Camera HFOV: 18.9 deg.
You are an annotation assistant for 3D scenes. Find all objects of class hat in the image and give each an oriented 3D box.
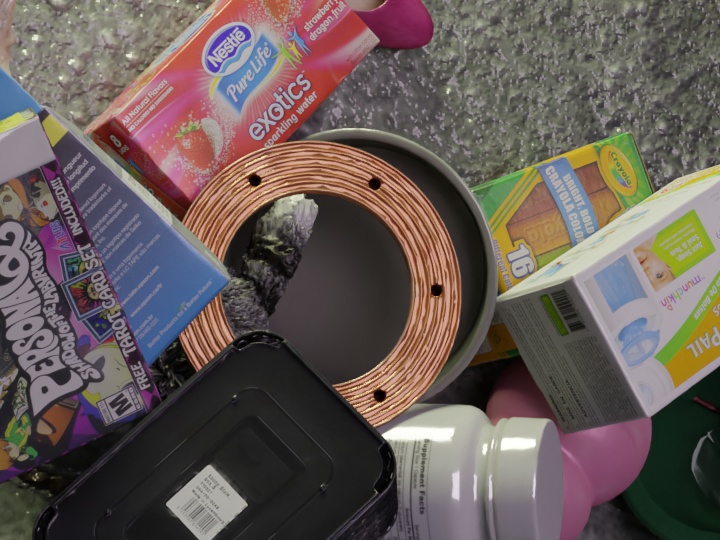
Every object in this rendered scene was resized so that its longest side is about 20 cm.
[{"bbox_3d":[0.303,0.159,1.710,0.199,0.176,0.166,8,76,13],"label":"hat"}]

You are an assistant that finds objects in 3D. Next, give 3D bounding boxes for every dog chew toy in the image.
[{"bbox_3d":[0.122,0.148,1.556,0.125,0.124,0.200,46,66,-13],"label":"dog chew toy"}]

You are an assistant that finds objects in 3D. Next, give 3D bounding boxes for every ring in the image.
[{"bbox_3d":[-0.030,0.013,1.434,0.200,0.019,0.201,3,78,-14],"label":"ring"}]

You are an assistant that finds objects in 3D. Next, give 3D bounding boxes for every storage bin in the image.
[{"bbox_3d":[-0.085,0.153,1.320,0.200,0.094,0.135,-41,72,-15],"label":"storage bin"}]

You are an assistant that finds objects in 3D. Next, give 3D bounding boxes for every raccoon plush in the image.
[{"bbox_3d":[-0.131,0.017,1.462,0.134,0.097,0.201,26,75,-16],"label":"raccoon plush"}]

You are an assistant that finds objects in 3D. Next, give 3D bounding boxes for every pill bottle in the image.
[{"bbox_3d":[0.031,0.146,1.457,0.199,0.113,0.114,0,77,16],"label":"pill bottle"}]

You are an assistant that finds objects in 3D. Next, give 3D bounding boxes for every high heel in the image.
[{"bbox_3d":[-0.012,-0.233,1.573,0.200,0.096,0.067,39,65,-16],"label":"high heel"}]

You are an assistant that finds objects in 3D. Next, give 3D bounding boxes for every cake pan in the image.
[{"bbox_3d":[0.000,0.000,1.506,0.199,0.037,0.201,2,98,12],"label":"cake pan"}]

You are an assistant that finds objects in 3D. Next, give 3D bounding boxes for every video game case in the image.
[{"bbox_3d":[-0.237,0.030,1.287,0.181,0.036,0.201,-24,108,-10],"label":"video game case"}]

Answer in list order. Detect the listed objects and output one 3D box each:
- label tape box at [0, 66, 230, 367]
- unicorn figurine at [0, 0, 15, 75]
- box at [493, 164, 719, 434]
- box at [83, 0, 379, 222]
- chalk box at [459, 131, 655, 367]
[{"bbox_3d":[-0.201,-0.014,1.350,0.200,0.066,0.143,43,93,-11],"label":"label tape box"},{"bbox_3d":[-0.259,-0.116,1.443,0.137,0.074,0.201,-35,112,-38],"label":"unicorn figurine"},{"bbox_3d":[0.212,0.014,1.500,0.200,0.101,0.113,-33,96,-30],"label":"box"},{"bbox_3d":[-0.095,-0.123,1.509,0.100,0.095,0.200,47,63,-11],"label":"box"},{"bbox_3d":[0.148,-0.020,1.601,0.200,0.124,0.125,-22,91,-29],"label":"chalk box"}]
